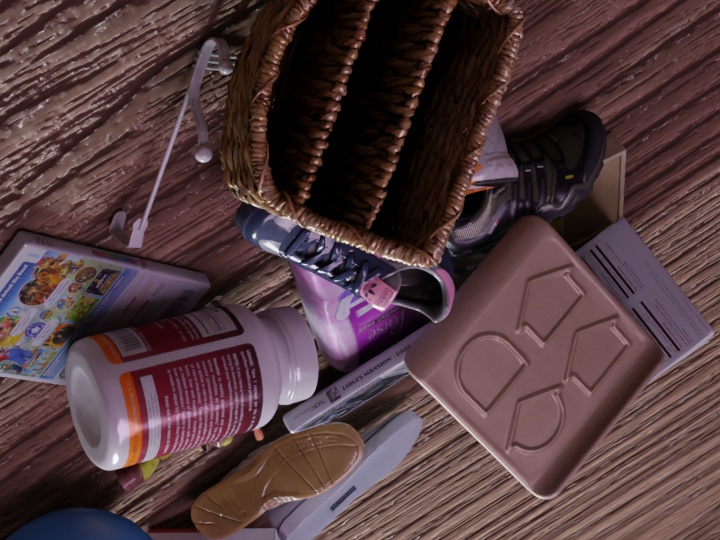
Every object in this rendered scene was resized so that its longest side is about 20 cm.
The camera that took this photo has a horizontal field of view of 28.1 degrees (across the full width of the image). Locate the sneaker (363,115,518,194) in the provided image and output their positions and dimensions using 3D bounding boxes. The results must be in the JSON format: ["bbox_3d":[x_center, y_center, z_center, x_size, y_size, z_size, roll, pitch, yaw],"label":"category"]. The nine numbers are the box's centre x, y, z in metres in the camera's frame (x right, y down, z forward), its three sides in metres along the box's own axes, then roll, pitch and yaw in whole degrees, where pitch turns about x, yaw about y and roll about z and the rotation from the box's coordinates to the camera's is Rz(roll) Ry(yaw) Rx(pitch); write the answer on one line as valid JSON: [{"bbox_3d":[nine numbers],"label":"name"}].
[{"bbox_3d":[0.053,-0.111,1.187,0.075,0.093,0.200,-15,173,35],"label":"sneaker"}]

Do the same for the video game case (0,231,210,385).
[{"bbox_3d":[-0.239,0.040,1.200,0.199,0.018,0.143,15,125,-49],"label":"video game case"}]

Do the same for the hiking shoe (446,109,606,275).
[{"bbox_3d":[0.141,-0.086,1.304,0.200,0.076,0.101,-43,135,-7],"label":"hiking shoe"}]

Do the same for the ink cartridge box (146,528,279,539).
[{"bbox_3d":[-0.149,0.361,1.578,0.146,0.083,0.200,-1,146,6],"label":"ink cartridge box"}]

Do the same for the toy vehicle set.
[{"bbox_3d":[0.172,-0.048,1.425,0.199,0.027,0.125,-26,146,-11],"label":"toy vehicle set"}]

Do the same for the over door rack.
[{"bbox_3d":[-0.088,-0.084,1.125,0.147,0.067,0.200,1,134,-40],"label":"over door rack"}]

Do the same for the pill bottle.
[{"bbox_3d":[-0.142,0.093,1.230,0.199,0.113,0.113,-13,142,-28],"label":"pill bottle"}]

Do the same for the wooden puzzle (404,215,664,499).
[{"bbox_3d":[0.157,0.079,1.313,0.200,0.046,0.185,44,80,-18],"label":"wooden puzzle"}]

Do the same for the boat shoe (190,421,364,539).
[{"bbox_3d":[-0.086,0.209,1.504,0.199,0.071,0.069,-27,-172,10],"label":"boat shoe"}]

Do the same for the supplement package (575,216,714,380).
[{"bbox_3d":[0.228,0.071,1.458,0.200,0.147,0.191,-38,171,4],"label":"supplement package"}]

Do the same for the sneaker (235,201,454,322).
[{"bbox_3d":[-0.005,-0.012,1.147,0.199,0.082,0.070,12,134,-30],"label":"sneaker"}]

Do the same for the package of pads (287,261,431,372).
[{"bbox_3d":[0.000,0.000,1.297,0.120,0.076,0.200,-29,147,-9],"label":"package of pads"}]

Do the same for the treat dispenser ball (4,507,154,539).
[{"bbox_3d":[-0.270,0.329,1.376,0.200,0.201,0.201,-22,145,-16],"label":"treat dispenser ball"}]

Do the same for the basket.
[{"bbox_3d":[-0.001,-0.122,1.001,0.142,0.149,0.201,21,92,-31],"label":"basket"}]

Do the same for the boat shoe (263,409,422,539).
[{"bbox_3d":[-0.022,0.211,1.560,0.200,0.065,0.074,-38,149,-15],"label":"boat shoe"}]

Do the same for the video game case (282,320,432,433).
[{"bbox_3d":[0.026,0.097,1.407,0.181,0.023,0.200,-33,173,10],"label":"video game case"}]

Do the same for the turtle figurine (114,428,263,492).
[{"bbox_3d":[-0.163,0.148,1.359,0.161,0.065,0.200,-29,147,-7],"label":"turtle figurine"}]
